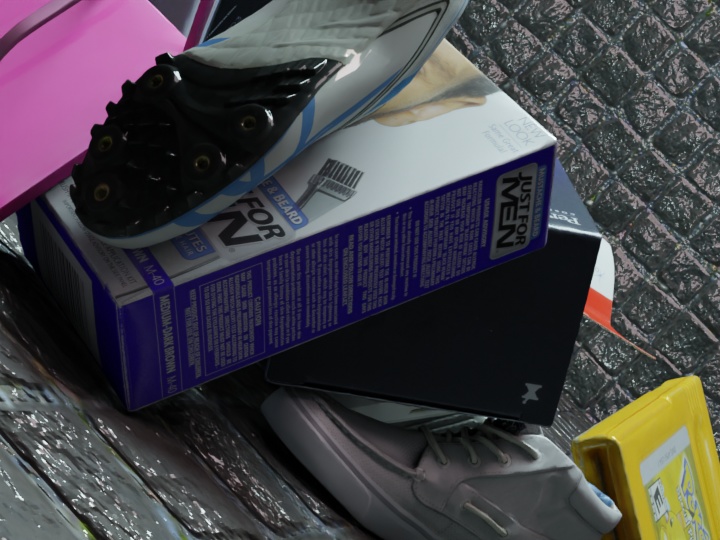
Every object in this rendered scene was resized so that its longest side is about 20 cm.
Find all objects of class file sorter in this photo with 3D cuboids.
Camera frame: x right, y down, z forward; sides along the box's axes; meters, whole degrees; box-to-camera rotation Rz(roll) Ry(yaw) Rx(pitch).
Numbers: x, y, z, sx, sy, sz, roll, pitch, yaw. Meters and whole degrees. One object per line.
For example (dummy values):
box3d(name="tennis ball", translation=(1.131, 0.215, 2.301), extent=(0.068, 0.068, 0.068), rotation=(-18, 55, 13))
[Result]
box3d(name="file sorter", translation=(-0.160, -0.141, 0.615), extent=(0.200, 0.139, 0.126), rotation=(45, -34, 8))

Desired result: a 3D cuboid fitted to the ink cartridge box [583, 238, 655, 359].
box3d(name="ink cartridge box", translation=(0.109, -0.029, 1.091), extent=(0.160, 0.047, 0.200), rotation=(32, 8, -25))

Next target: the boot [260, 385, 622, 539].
box3d(name="boot", translation=(0.046, 0.095, 0.828), extent=(0.200, 0.096, 0.074), rotation=(41, 6, -31))

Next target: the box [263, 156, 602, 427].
box3d(name="box", translation=(0.028, -0.016, 0.855), extent=(0.147, 0.105, 0.200), rotation=(10, 20, -9))

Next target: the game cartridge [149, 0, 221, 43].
box3d(name="game cartridge", translation=(-0.122, -0.160, 0.791), extent=(0.129, 0.201, 0.038), rotation=(20, -7, 9))

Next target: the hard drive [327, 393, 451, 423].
box3d(name="hard drive", translation=(0.000, 0.000, 0.985), extent=(0.131, 0.027, 0.201), rotation=(-5, 55, -32))

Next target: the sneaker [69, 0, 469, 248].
box3d(name="sneaker", translation=(-0.026, -0.071, 0.642), extent=(0.072, 0.200, 0.073), rotation=(37, -22, 29))

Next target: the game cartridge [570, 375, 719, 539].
box3d(name="game cartridge", translation=(0.185, 0.163, 0.963), extent=(0.200, 0.032, 0.177), rotation=(-14, 91, -63))

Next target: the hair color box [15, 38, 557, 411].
box3d(name="hair color box", translation=(-0.031, -0.030, 0.684), extent=(0.109, 0.199, 0.065), rotation=(48, -32, 39))

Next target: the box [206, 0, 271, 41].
box3d(name="box", translation=(-0.127, -0.154, 0.880), extent=(0.115, 0.200, 0.132), rotation=(43, 4, 11))

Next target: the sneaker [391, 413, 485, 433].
box3d(name="sneaker", translation=(0.094, 0.137, 1.001), extent=(0.082, 0.074, 0.200), rotation=(35, 11, -44))
